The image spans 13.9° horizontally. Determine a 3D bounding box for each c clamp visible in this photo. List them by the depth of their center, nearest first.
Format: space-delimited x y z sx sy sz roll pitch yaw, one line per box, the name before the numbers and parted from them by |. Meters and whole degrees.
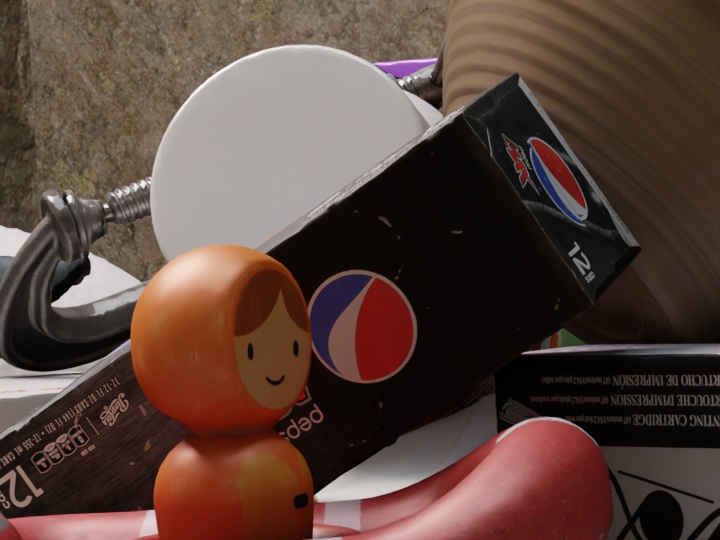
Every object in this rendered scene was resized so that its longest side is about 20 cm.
c clamp | -0.051 -0.029 1.106 0.199 0.027 0.171 -25 -23 -13

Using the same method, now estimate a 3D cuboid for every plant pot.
plant pot | 0.091 -0.035 0.934 0.093 0.201 0.201 -47 16 -16

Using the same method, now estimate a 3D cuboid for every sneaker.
sneaker | 0.011 0.081 0.998 0.084 0.073 0.200 1 3 15

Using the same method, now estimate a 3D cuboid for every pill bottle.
pill bottle | 0.000 0.000 1.044 0.113 0.115 0.200 -3 -18 13

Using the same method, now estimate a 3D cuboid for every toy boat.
toy boat | -0.032 0.059 0.797 0.199 0.132 0.131 -3 1 2

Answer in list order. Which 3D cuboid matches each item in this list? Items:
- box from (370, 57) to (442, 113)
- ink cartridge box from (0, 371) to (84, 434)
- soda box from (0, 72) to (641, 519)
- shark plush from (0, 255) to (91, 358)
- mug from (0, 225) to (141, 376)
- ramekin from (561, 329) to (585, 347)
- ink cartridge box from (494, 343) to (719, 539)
box | 0.024 0.012 1.250 0.122 0.201 0.106 -3 1 20
ink cartridge box | -0.140 0.083 1.074 0.147 0.086 0.200 -3 1 -23
soda box | -0.018 0.027 0.881 0.200 0.071 0.063 -35 2 24
shark plush | -0.157 0.000 1.146 0.091 0.084 0.199 -7 -2 40
mug | -0.188 0.063 1.417 0.174 0.148 0.200 4 30 -7
ramekin | 0.159 0.012 1.237 0.097 0.201 0.200 5 4 23
ink cartridge box | 0.125 0.067 0.838 0.044 0.095 0.199 -4 2 -45
